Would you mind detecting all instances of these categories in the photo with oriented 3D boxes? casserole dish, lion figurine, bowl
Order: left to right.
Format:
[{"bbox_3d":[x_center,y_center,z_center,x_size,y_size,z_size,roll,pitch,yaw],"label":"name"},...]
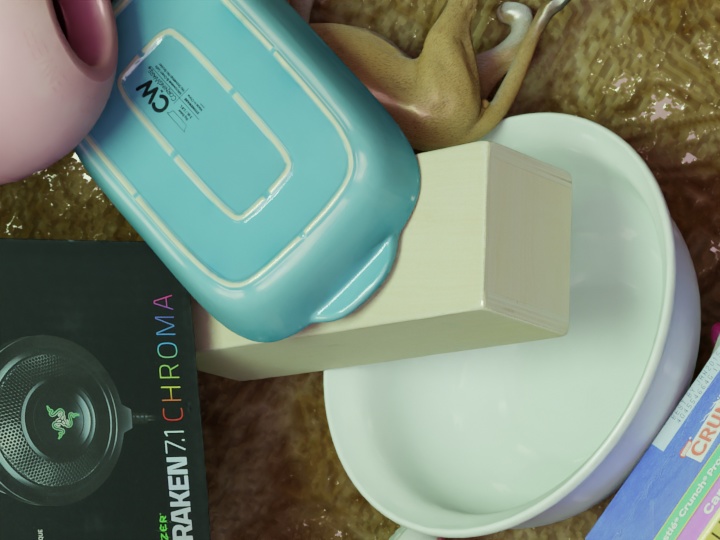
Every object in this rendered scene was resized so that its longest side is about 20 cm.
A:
[{"bbox_3d":[-0.062,-0.060,1.060,0.121,0.039,0.200,-45,64,7],"label":"casserole dish"},{"bbox_3d":[-0.002,-0.089,1.118,0.199,0.073,0.123,2,62,13],"label":"lion figurine"},{"bbox_3d":[0.085,0.036,1.111,0.200,0.090,0.202,-20,58,35],"label":"bowl"}]

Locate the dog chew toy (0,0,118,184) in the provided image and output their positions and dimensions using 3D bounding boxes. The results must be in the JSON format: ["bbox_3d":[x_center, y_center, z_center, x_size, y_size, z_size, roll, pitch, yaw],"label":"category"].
[{"bbox_3d":[-0.208,-0.087,1.039,0.199,0.124,0.125,-14,94,19],"label":"dog chew toy"}]

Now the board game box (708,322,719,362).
[{"bbox_3d":[0.220,0.120,1.114,0.199,0.026,0.201,17,99,-22],"label":"board game box"}]

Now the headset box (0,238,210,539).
[{"bbox_3d":[-0.178,0.078,1.065,0.199,0.093,0.175,2,74,-26],"label":"headset box"}]

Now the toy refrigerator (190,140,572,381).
[{"bbox_3d":[0.000,0.000,1.096,0.199,0.070,0.076,-11,71,40],"label":"toy refrigerator"}]

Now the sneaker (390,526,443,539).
[{"bbox_3d":[0.016,0.222,1.160,0.104,0.075,0.201,30,105,5],"label":"sneaker"}]

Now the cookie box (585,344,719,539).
[{"bbox_3d":[0.227,0.111,1.056,0.200,0.075,0.172,35,91,-26],"label":"cookie box"}]
